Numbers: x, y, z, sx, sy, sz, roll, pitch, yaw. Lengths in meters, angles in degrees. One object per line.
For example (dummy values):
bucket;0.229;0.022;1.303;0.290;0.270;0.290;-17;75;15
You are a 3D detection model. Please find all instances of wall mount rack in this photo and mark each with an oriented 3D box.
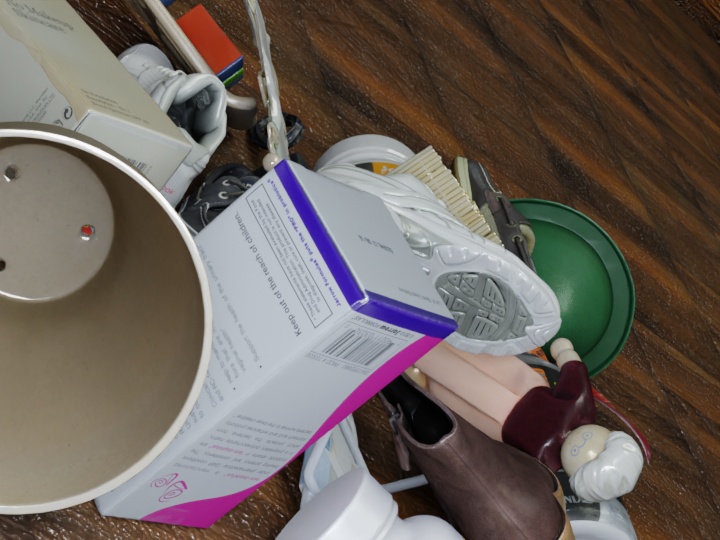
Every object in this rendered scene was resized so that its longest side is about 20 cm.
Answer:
wall mount rack;-0.001;0.102;1.284;0.200;0.074;0.174;-84;155;-61

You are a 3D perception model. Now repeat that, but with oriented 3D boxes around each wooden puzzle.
wooden puzzle;-0.142;-0.194;1.518;0.200;0.046;0.185;49;-3;-1

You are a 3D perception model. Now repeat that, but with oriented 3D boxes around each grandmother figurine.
grandmother figurine;0.111;0.100;1.365;0.200;0.122;0.060;30;2;44

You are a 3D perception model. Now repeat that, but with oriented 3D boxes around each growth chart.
growth chart;-0.064;-0.120;1.439;0.145;0.018;0.201;78;1;-61

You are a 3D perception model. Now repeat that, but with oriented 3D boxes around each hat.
hat;0.124;0.047;1.557;0.176;0.199;0.166;-49;129;-65

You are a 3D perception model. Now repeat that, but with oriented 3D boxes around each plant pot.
plant pot;-0.171;-0.001;1.036;0.187;0.187;0.200;45;7;-15

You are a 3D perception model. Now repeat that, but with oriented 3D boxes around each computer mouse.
computer mouse;-0.064;-0.076;1.570;0.200;0.058;0.034;-94;158;-65

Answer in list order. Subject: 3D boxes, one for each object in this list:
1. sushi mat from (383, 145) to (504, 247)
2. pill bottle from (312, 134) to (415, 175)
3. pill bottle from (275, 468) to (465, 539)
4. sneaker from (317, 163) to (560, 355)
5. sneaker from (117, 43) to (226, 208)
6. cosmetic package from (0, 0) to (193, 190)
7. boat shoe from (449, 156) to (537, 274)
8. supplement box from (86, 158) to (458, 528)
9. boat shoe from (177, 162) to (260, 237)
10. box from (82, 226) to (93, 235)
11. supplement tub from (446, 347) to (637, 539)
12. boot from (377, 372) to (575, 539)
sushi mat;0.000;0.000;1.399;0.096;0.200;0.012;53;-18;12
pill bottle;0.013;-0.013;1.521;0.116;0.116;0.200;40;22;-27
pill bottle;0.040;0.215;1.176;0.200;0.111;0.111;47;20;-10
sneaker;0.049;-0.019;1.357;0.200;0.078;0.100;30;31;-11
sneaker;-0.130;-0.107;1.397;0.078;0.099;0.200;39;23;-30
cosmetic package;-0.204;-0.120;1.242;0.200;0.073;0.103;49;17;29
boat shoe;0.101;-0.018;1.550;0.065;0.073;0.200;2;37;-6
supplement box;-0.064;0.046;1.119;0.101;0.200;0.104;20;35;-56
boat shoe;-0.084;-0.034;1.345;0.070;0.066;0.200;34;7;-7
box;-0.122;0.034;1.259;0.200;0.035;0.110;30;28;-45
supplement tub;0.116;0.146;1.451;0.122;0.122;0.200;36;25;-36
boot;0.063;0.110;1.235;0.167;0.072;0.200;51;-2;-27
